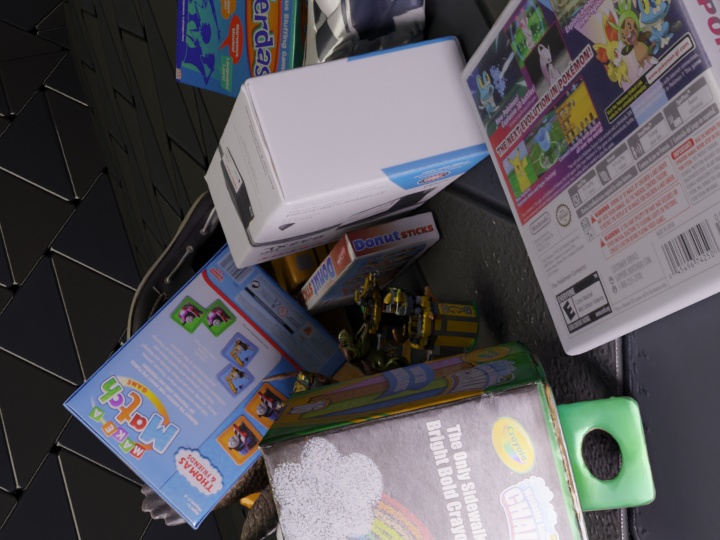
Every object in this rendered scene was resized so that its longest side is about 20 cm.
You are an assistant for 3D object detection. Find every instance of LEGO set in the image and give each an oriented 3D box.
[{"bbox_3d":[0.001,0.075,0.704,0.200,0.116,0.154,-146,63,-74],"label":"LEGO set"}]

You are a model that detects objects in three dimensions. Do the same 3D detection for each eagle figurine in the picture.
[{"bbox_3d":[-0.076,0.196,0.882,0.152,0.200,0.151,-36,62,37],"label":"eagle figurine"}]

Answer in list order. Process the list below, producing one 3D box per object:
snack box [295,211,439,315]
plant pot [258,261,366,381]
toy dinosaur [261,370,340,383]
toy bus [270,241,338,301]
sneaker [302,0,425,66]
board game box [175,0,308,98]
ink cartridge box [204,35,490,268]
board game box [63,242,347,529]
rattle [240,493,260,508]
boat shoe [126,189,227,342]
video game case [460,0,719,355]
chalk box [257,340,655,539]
[{"bbox_3d":[0.000,0.000,0.792,0.200,0.072,0.024,134,121,-69],"label":"snack box"},{"bbox_3d":[-0.098,0.042,0.990,0.186,0.186,0.200,104,160,-56],"label":"plant pot"},{"bbox_3d":[0.011,0.123,0.826,0.200,0.060,0.106,40,-175,-7],"label":"toy dinosaur"},{"bbox_3d":[-0.064,-0.075,0.914,0.065,0.078,0.200,117,135,-64],"label":"toy bus"},{"bbox_3d":[-0.011,-0.210,0.646,0.199,0.079,0.130,110,142,-61],"label":"sneaker"},{"bbox_3d":[-0.092,-0.223,0.809,0.200,0.045,0.152,24,115,48],"label":"board game box"},{"bbox_3d":[-0.018,-0.075,0.668,0.200,0.145,0.084,146,107,-71],"label":"ink cartridge box"},{"bbox_3d":[-0.128,0.095,0.823,0.151,0.200,0.037,44,160,0],"label":"board game box"},{"bbox_3d":[-0.049,0.206,1.012,0.200,0.143,0.130,154,118,-78],"label":"rattle"},{"bbox_3d":[-0.154,0.009,0.883,0.063,0.073,0.200,-3,60,55],"label":"boat shoe"},{"bbox_3d":[0.119,-0.065,0.467,0.200,0.023,0.183,128,124,-69],"label":"video game case"},{"bbox_3d":[0.060,0.118,0.541,0.124,0.200,0.125,-53,-50,-84],"label":"chalk box"}]
